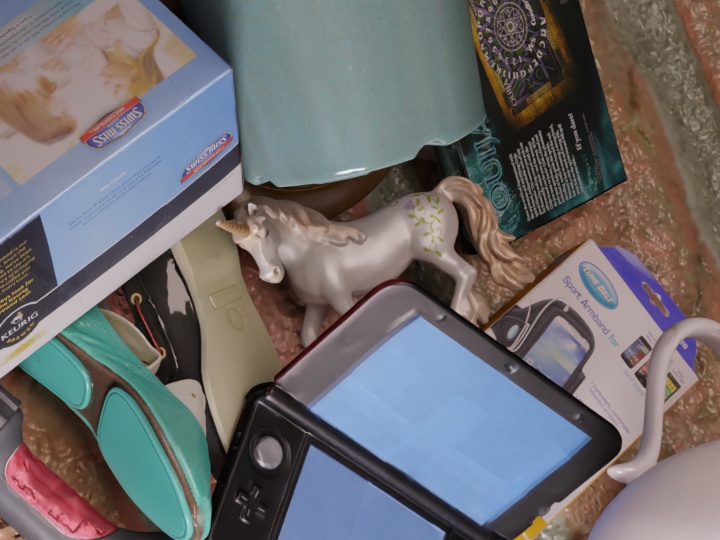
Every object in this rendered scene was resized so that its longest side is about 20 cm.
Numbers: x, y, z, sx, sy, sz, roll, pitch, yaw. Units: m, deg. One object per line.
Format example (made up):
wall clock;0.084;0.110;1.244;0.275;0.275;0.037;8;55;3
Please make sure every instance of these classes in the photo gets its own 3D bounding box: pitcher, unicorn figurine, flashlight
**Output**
pitcher;0.201;0.134;1.556;0.172;0.121;0.200;47;56;6
unicorn figurine;0.000;0.000;1.612;0.200;0.074;0.137;-26;99;-30
flashlight;-0.164;0.135;1.507;0.200;0.068;0.068;45;43;-7

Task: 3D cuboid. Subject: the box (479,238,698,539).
box;0.127;0.071;1.685;0.200;0.041;0.119;-39;94;-32

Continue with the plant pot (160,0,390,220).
plant pot;-0.049;-0.126;1.633;0.200;0.027;0.200;1;88;-25

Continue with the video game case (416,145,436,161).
video game case;0.032;-0.163;1.721;0.200;0.023;0.182;11;70;-23

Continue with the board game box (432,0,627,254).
board game box;0.093;-0.126;1.680;0.135;0.028;0.200;-27;108;-35

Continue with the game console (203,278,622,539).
game console;0.032;0.133;1.533;0.200;0.119;0.172;35;57;-27

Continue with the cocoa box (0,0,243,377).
cocoa box;-0.182;-0.061;1.477;0.200;0.131;0.133;-39;66;-20

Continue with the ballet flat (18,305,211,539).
ballet flat;-0.131;0.069;1.511;0.070;0.067;0.200;-25;58;-36

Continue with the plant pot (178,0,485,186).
plant pot;-0.021;-0.163;1.530;0.200;0.200;0.196;-24;107;-30

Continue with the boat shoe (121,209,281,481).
boat shoe;-0.098;0.039;1.574;0.074;0.063;0.202;-9;79;-59
